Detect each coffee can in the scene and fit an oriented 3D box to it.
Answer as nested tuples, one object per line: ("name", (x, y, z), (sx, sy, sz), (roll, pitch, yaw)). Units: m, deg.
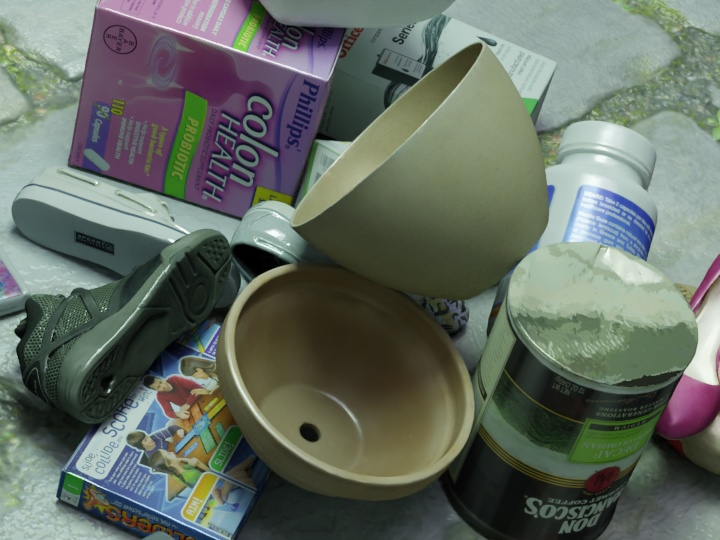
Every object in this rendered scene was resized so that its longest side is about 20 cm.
("coffee can", (0.154, 0.098, 1.518), (0.146, 0.200, 0.146), (9, 44, -9))

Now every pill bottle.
("pill bottle", (0.183, -0.019, 1.658), (0.112, 0.112, 0.200), (19, 69, 1))

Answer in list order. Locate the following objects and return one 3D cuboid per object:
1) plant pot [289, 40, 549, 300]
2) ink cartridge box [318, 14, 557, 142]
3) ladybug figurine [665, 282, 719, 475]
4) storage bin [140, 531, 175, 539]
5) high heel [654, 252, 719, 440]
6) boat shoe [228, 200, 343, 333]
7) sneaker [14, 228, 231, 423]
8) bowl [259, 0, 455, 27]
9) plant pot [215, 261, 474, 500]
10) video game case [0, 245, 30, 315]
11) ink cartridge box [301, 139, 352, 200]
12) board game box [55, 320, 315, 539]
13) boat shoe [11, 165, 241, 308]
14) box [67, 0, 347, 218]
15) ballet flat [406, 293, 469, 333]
("plant pot", (0.063, -0.056, 1.506), (0.134, 0.200, 0.200), (47, 44, -10))
("ink cartridge box", (0.061, -0.164, 1.834), (0.200, 0.083, 0.147), (23, 43, 6))
("ladybug figurine", (0.284, 0.094, 1.657), (0.136, 0.072, 0.200), (-6, 49, -23))
("storage bin", (-0.123, 0.262, 1.317), (0.200, 0.146, 0.134), (35, 36, 16))
("high heel", (0.282, 0.047, 1.581), (0.067, 0.096, 0.200), (31, 45, 13))
("boat shoe", (-0.025, 0.031, 1.597), (0.201, 0.070, 0.072), (41, 42, -3))
("sneaker", (-0.189, 0.028, 1.530), (0.114, 0.076, 0.199), (18, 52, 35))
("bowl", (-0.026, -0.268, 1.671), (0.200, 0.075, 0.200), (-4, 40, -29))
("plant pot", (-0.023, 0.099, 1.490), (0.201, 0.093, 0.201), (17, 45, -17))
("video game case", (-0.387, -0.020, 1.585), (0.182, 0.024, 0.200), (-17, 53, -32))
("ink cartridge box", (0.062, -0.064, 1.697), (0.200, 0.059, 0.104), (2, 20, -36))
("board game box", (-0.127, 0.122, 1.518), (0.135, 0.034, 0.200), (24, 43, 5))
("boat shoe", (-0.184, -0.032, 1.635), (0.200, 0.072, 0.066), (18, 47, 12))
("box", (-0.130, -0.152, 1.691), (0.200, 0.176, 0.097), (17, 43, -2))
("ballet flat", (0.000, 0.000, 1.661), (0.200, 0.072, 0.072), (16, 43, -3))
